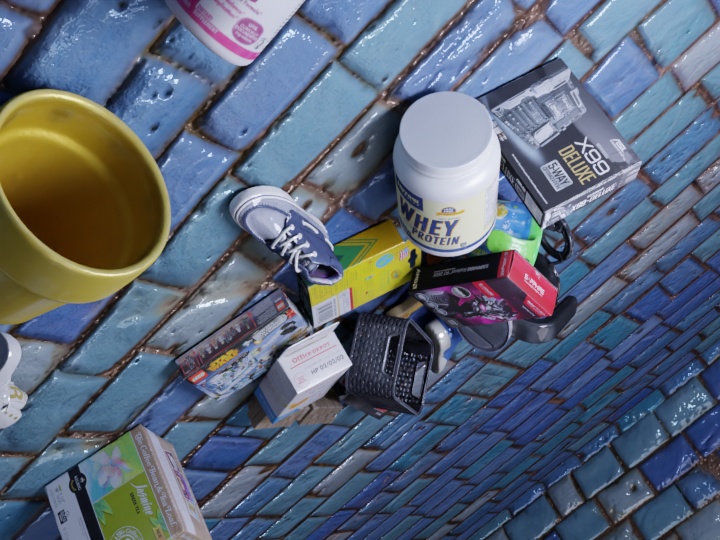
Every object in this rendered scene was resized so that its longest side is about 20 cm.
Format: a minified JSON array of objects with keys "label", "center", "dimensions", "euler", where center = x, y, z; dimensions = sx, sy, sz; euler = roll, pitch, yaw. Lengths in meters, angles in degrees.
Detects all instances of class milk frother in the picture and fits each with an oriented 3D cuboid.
[{"label":"milk frother","center":[0.274,0.013,1.621],"dimensions":[0.187,0.178,0.204],"euler":[-32,114,-43]}]

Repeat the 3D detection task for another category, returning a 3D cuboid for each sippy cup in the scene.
[{"label":"sippy cup","center":[0.205,-0.054,1.460],"dimensions":[0.127,0.142,0.179],"euler":[14,152,-3]}]

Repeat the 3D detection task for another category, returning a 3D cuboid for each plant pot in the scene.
[{"label":"plant pot","center":[-0.321,-0.043,0.931],"dimensions":[0.188,0.204,0.199],"euler":[-33,155,34]}]

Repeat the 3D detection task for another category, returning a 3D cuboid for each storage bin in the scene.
[{"label":"storage bin","center":[0.053,0.164,1.619],"dimensions":[0.092,0.138,0.200],"euler":[7,165,21]}]

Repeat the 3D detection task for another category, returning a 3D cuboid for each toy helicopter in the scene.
[{"label":"toy helicopter","center":[0.123,0.036,1.617],"dimensions":[0.199,0.080,0.131],"euler":[-37,162,30]}]

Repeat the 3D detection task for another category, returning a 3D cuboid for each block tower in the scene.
[{"label":"block tower","center":[-0.116,0.245,1.693],"dimensions":[0.198,0.055,0.058],"euler":[7,134,-50]}]

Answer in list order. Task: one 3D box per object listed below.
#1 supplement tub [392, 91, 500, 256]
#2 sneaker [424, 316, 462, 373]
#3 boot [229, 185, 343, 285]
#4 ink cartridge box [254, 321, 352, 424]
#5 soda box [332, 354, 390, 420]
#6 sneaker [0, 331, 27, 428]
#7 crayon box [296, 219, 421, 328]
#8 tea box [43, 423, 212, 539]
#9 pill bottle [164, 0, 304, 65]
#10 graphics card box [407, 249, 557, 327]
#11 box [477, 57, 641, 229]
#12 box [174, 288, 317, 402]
[{"label":"supplement tub","center":[0.117,-0.128,1.265],"dimensions":[0.143,0.146,0.201],"euler":[-27,150,-9]},{"label":"sneaker","center":[0.172,0.122,1.767],"dimensions":[0.110,0.077,0.201],"euler":[-33,159,-15]},{"label":"boot","center":[-0.091,-0.043,1.245],"dimensions":[0.073,0.091,0.199],"euler":[-41,150,17]},{"label":"ink cartridge box","center":[-0.091,0.170,1.532],"dimensions":[0.114,0.069,0.200],"euler":[-26,165,-30]},{"label":"soda box","center":[0.011,0.223,1.776],"dimensions":[0.070,0.064,0.200],"euler":[-36,151,8]},{"label":"sneaker","center":[-0.464,0.142,1.185],"dimensions":[0.199,0.075,0.115],"euler":[-36,154,26]},{"label":"crayon box","center":[0.000,0.000,1.440],"dimensions":[0.197,0.051,0.128],"euler":[-25,150,-13]},{"label":"tea box","center":[-0.375,0.399,1.519],"dimensions":[0.195,0.202,0.134],"euler":[-32,151,-2]},{"label":"pill bottle","center":[-0.081,-0.297,0.847],"dimensions":[0.200,0.114,0.113],"euler":[-44,149,19]},{"label":"graphics card box","center":[0.184,0.031,1.426],"dimensions":[0.197,0.052,0.125],"euler":[-9,145,44]},{"label":"box","center":[0.261,-0.176,1.277],"dimensions":[0.155,0.202,0.050],"euler":[-26,155,-9]},{"label":"box","center":[-0.175,0.120,1.461],"dimensions":[0.198,0.040,0.137],"euler":[-34,152,2]}]
